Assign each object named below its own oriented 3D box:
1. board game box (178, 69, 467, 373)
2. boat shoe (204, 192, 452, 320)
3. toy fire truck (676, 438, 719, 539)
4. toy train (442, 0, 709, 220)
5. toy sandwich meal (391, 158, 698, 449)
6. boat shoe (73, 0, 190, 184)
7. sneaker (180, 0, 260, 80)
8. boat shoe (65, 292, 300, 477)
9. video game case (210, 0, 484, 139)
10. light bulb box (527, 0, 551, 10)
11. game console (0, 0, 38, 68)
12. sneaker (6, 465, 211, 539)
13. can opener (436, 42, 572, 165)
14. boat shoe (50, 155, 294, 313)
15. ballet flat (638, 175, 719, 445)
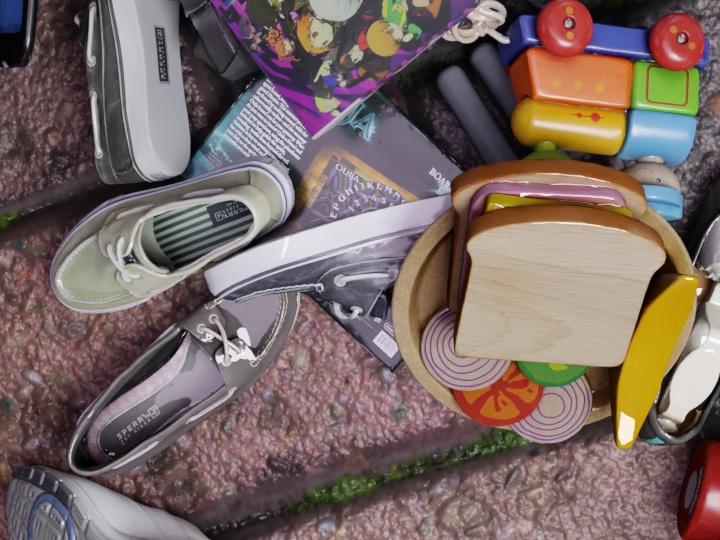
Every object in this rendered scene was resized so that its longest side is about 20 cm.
[{"bbox_3d":[-0.007,-0.049,0.793,0.200,0.028,0.136,42,99,3],"label":"board game box"},{"bbox_3d":[0.000,0.000,0.750,0.196,0.072,0.069,-14,92,3],"label":"boat shoe"},{"bbox_3d":[0.244,0.202,0.710,0.110,0.168,0.203,17,97,6],"label":"toy fire truck"},{"bbox_3d":[0.106,-0.095,0.706,0.196,0.085,0.118,5,82,-9],"label":"toy train"},{"bbox_3d":[0.110,0.030,0.690,0.201,0.071,0.208,1,124,2],"label":"toy sandwich meal"},{"bbox_3d":[-0.159,-0.159,0.783,0.063,0.071,0.204,-5,87,22],"label":"boat shoe"},{"bbox_3d":[-0.085,-0.223,0.764,0.110,0.077,0.203,-18,82,21],"label":"sneaker"},{"bbox_3d":[-0.121,0.075,0.807,0.199,0.057,0.067,-41,89,10],"label":"boat shoe"},{"bbox_3d":[-0.020,-0.207,0.662,0.180,0.036,0.201,-34,95,30],"label":"video game case"},{"bbox_3d":[0.094,-0.297,0.707,0.197,0.125,0.202,34,98,3],"label":"light bulb box"},{"bbox_3d":[-0.265,-0.241,0.769,0.173,0.116,0.204,8,96,7],"label":"game console"},{"bbox_3d":[-0.164,0.193,0.819,0.198,0.087,0.076,25,101,24],"label":"sneaker"},{"bbox_3d":[0.117,-0.052,0.764,0.052,0.066,0.202,-33,82,4],"label":"can opener"},{"bbox_3d":[-0.136,-0.022,0.780,0.198,0.062,0.073,-24,98,25],"label":"boat shoe"},{"bbox_3d":[0.230,0.023,0.746,0.067,0.068,0.203,21,98,1],"label":"ballet flat"}]
